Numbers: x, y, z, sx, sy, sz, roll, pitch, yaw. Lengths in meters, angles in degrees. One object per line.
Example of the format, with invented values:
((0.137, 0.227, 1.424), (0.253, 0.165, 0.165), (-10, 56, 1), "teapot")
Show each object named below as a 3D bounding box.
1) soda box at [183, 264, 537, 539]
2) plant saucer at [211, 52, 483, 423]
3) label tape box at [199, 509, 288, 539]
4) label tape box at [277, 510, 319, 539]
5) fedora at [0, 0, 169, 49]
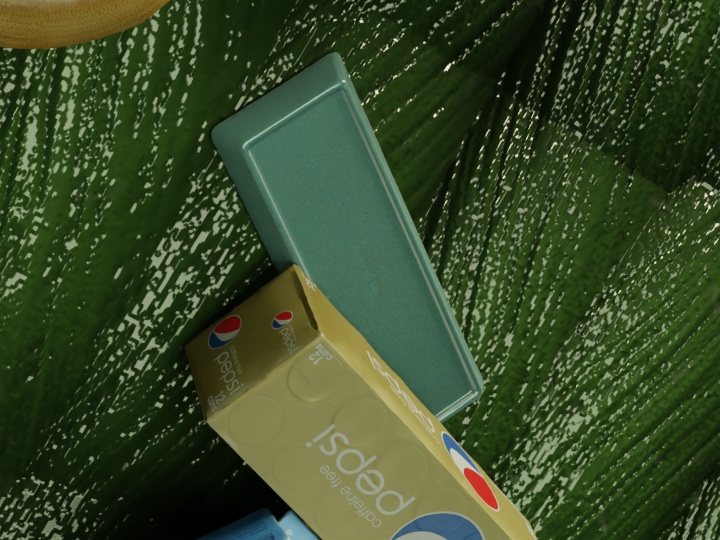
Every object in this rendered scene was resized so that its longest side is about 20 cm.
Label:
((0.007, 0.093, 1.186), (0.068, 0.064, 0.200), (-36, 122, 8), "soda box")
((0.000, 0.000, 1.187), (0.070, 0.019, 0.201), (-33, 124, -13), "plant saucer")
((-0.063, 0.228, 1.144), (0.143, 0.066, 0.201), (-24, 100, -9), "label tape box")
((-0.027, 0.222, 1.233), (0.143, 0.066, 0.200), (-44, 109, -6), "label tape box")
((-0.133, -0.188, 0.993), (0.199, 0.082, 0.202), (-8, 109, -25), "fedora")
